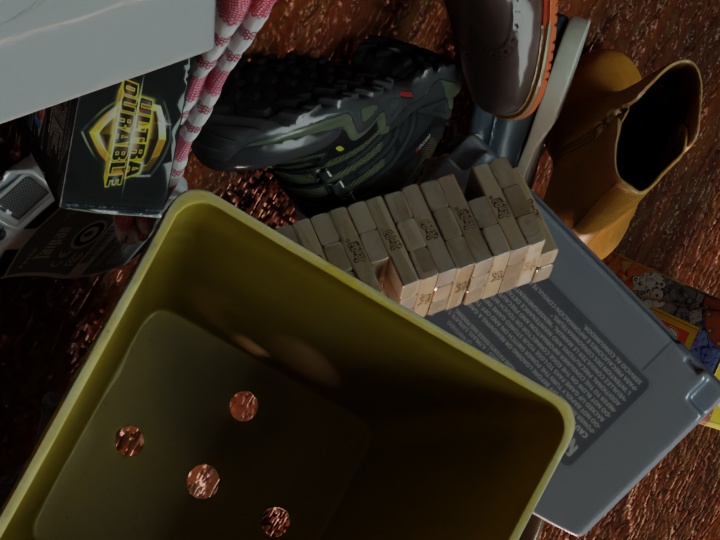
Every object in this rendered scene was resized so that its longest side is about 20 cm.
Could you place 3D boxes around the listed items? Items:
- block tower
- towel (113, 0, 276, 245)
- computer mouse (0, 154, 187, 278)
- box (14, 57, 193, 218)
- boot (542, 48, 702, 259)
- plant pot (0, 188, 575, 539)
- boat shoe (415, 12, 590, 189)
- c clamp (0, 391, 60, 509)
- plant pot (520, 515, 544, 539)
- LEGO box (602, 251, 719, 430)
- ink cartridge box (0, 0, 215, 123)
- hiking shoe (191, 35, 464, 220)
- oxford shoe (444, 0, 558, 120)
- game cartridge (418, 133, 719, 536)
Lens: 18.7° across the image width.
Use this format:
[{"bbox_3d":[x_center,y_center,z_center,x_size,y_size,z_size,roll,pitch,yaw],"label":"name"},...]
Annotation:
[{"bbox_3d":[0.000,0.000,1.128,0.199,0.058,0.054,-19,157,-14],"label":"block tower"},{"bbox_3d":[-0.065,-0.116,0.907,0.200,0.030,0.147,126,-29,-55],"label":"towel"},{"bbox_3d":[-0.154,-0.029,0.971,0.110,0.044,0.200,-47,160,23],"label":"computer mouse"},{"bbox_3d":[-0.100,-0.143,0.872,0.046,0.159,0.201,4,112,-22],"label":"box"},{"bbox_3d":[0.158,-0.086,1.273,0.144,0.071,0.202,-48,-166,52],"label":"boot"},{"bbox_3d":[-0.055,0.100,0.987,0.201,0.199,0.176,-62,-168,-8],"label":"plant pot"},{"bbox_3d":[0.070,-0.061,1.254,0.075,0.062,0.201,-55,166,-64],"label":"boat shoe"},{"bbox_3d":[-0.213,0.162,1.023,0.200,0.027,0.171,-47,163,-30],"label":"c clamp"},{"bbox_3d":[0.025,0.146,1.318,0.201,0.092,0.202,-36,139,-38],"label":"plant pot"},{"bbox_3d":[0.214,0.049,1.467,0.200,0.149,0.077,19,96,-58],"label":"LEGO box"},{"bbox_3d":[-0.160,-0.152,0.736,0.145,0.200,0.145,-27,133,-44],"label":"ink cartridge box"},{"bbox_3d":[-0.015,-0.059,1.130,0.200,0.076,0.101,-17,122,-51],"label":"hiking shoe"},{"bbox_3d":[0.049,-0.171,1.128,0.072,0.071,0.201,-22,106,-39],"label":"oxford shoe"},{"bbox_3d":[0.085,0.041,1.201,0.133,0.200,0.040,-45,171,7],"label":"game cartridge"}]
